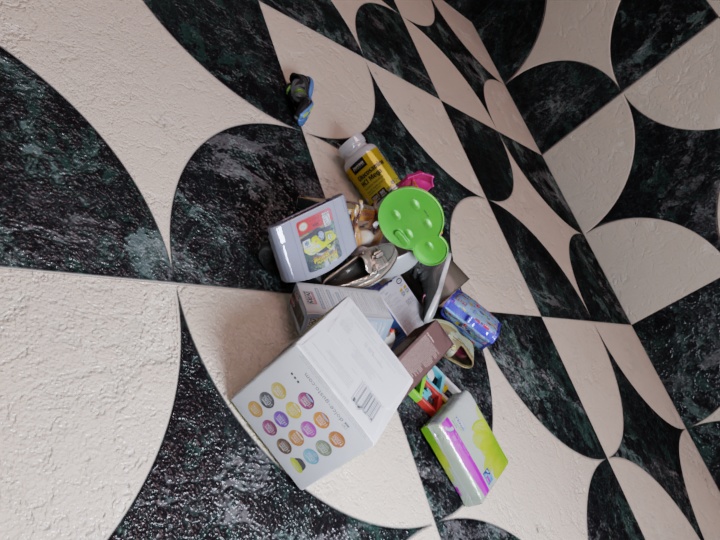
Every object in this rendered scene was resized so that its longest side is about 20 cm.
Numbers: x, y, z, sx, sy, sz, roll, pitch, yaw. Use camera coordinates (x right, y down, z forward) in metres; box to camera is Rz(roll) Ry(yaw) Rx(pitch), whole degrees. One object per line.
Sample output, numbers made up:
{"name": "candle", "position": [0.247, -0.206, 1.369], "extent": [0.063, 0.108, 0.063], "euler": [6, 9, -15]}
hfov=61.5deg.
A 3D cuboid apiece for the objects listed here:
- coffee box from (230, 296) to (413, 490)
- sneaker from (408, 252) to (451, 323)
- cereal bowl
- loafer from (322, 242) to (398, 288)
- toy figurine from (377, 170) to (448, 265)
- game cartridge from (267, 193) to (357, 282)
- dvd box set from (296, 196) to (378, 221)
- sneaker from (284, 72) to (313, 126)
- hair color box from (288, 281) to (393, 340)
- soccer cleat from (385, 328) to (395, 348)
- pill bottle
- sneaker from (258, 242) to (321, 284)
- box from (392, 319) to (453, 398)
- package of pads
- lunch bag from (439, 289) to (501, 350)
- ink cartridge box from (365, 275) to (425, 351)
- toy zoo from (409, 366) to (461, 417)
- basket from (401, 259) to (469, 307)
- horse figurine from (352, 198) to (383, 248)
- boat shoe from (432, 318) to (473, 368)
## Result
{"name": "coffee box", "position": [-0.062, 0.208, 1.051], "extent": [0.201, 0.197, 0.200], "euler": [51, 31, -1]}
{"name": "sneaker", "position": [0.155, 0.032, 1.481], "extent": [0.096, 0.071, 0.204], "euler": [16, 60, 6]}
{"name": "cereal bowl", "position": [0.063, -0.044, 1.470], "extent": [0.202, 0.194, 0.085], "euler": [-67, 150, -52]}
{"name": "loafer", "position": [0.000, 0.000, 1.328], "extent": [0.072, 0.197, 0.063], "euler": [51, -10, 26]}
{"name": "toy figurine", "position": [0.140, -0.142, 1.387], "extent": [0.202, 0.148, 0.186], "euler": [52, 31, -20]}
{"name": "game cartridge", "position": [-0.092, -0.062, 1.247], "extent": [0.198, 0.040, 0.137], "euler": [-30, 117, -35]}
{"name": "dvd box set", "position": [-0.039, -0.148, 1.468], "extent": [0.197, 0.143, 0.030], "euler": [-4, 108, -53]}
{"name": "sneaker", "position": [-0.171, -0.467, 1.645], "extent": [0.081, 0.071, 0.204], "euler": [17, 45, -23]}
{"name": "hair color box", "position": [-0.040, 0.086, 1.241], "extent": [0.195, 0.062, 0.100], "euler": [7, 32, -28]}
{"name": "soccer cleat", "position": [-0.005, 0.165, 1.288], "extent": [0.196, 0.080, 0.069], "euler": [-4, 26, -38]}
{"name": "pill bottle", "position": [0.026, -0.271, 1.666], "extent": [0.202, 0.112, 0.112], "euler": [53, 33, 0]}
{"name": "sneaker", "position": [-0.138, -0.029, 1.299], "extent": [0.198, 0.059, 0.106], "euler": [33, 37, -35]}
{"name": "box", "position": [0.099, 0.200, 1.285], "extent": [0.075, 0.100, 0.199], "euler": [50, 60, -2]}
{"name": "package of pads", "position": [0.239, 0.393, 1.359], "extent": [0.153, 0.068, 0.203], "euler": [-31, 90, -47]}
{"name": "lunch bag", "position": [0.283, 0.125, 1.547], "extent": [0.149, 0.095, 0.200], "euler": [38, 2, 10]}
{"name": "ink cartridge box", "position": [0.083, 0.101, 1.439], "extent": [0.203, 0.076, 0.136], "euler": [56, 32, 0]}
{"name": "toy zoo", "position": [0.184, 0.297, 1.443], "extent": [0.200, 0.020, 0.132], "euler": [45, 35, -14]}
{"name": "basket", "position": [0.170, -0.008, 1.602], "extent": [0.202, 0.136, 0.179], "euler": [52, 46, 6]}
{"name": "horse figurine", "position": [0.010, -0.097, 1.390], "extent": [0.049, 0.136, 0.198], "euler": [28, 24, 29]}
{"name": "boat shoe", "position": [0.229, 0.189, 1.548], "extent": [0.197, 0.074, 0.068], "euler": [30, 34, -32]}
